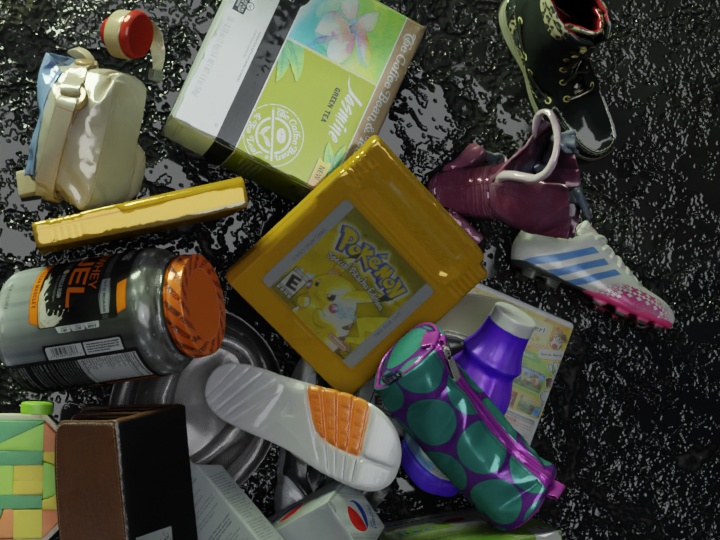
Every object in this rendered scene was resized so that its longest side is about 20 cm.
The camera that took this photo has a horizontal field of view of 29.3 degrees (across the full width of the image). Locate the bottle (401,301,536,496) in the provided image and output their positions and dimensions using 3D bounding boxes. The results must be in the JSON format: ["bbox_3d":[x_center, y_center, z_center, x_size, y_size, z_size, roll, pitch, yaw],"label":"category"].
[{"bbox_3d":[0.110,0.128,1.391,0.065,0.084,0.201,17,110,-31],"label":"bottle"}]

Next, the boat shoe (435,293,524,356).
[{"bbox_3d":[0.078,0.069,1.439,0.198,0.057,0.067,-5,53,-15],"label":"boat shoe"}]

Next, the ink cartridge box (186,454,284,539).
[{"bbox_3d":[-0.166,0.291,1.339,0.200,0.043,0.197,47,115,20],"label":"ink cartridge box"}]

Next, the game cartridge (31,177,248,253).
[{"bbox_3d":[-0.216,-0.051,1.336,0.198,0.176,0.033,-11,91,-12],"label":"game cartridge"}]

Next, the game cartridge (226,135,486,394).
[{"bbox_3d":[0.000,0.000,1.332,0.200,0.032,0.176,-42,106,11],"label":"game cartridge"}]

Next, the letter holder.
[{"bbox_3d":[-0.240,0.233,1.298,0.141,0.100,0.203,-4,92,32],"label":"letter holder"}]

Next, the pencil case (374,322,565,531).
[{"bbox_3d":[0.100,0.149,1.309,0.200,0.092,0.085,49,44,-10],"label":"pencil case"}]

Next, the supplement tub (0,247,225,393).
[{"bbox_3d":[-0.237,0.046,1.317,0.198,0.122,0.124,-10,89,18],"label":"supplement tub"}]

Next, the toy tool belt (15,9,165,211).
[{"bbox_3d":[-0.279,-0.162,1.353,0.122,0.125,0.202,13,94,26],"label":"toy tool belt"}]

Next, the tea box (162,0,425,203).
[{"bbox_3d":[-0.070,-0.190,1.394,0.195,0.134,0.202,25,83,-11],"label":"tea box"}]

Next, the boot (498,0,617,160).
[{"bbox_3d":[0.225,-0.214,1.445,0.073,0.154,0.205,-30,94,-11],"label":"boot"}]

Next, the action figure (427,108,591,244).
[{"bbox_3d":[0.132,-0.075,1.422,0.198,0.149,0.136,-7,75,21],"label":"action figure"}]

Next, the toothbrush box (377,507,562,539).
[{"bbox_3d":[0.107,0.297,1.376,0.144,0.200,0.087,-8,89,-12],"label":"toothbrush box"}]

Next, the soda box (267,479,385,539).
[{"bbox_3d":[-0.076,0.280,1.356,0.199,0.063,0.069,-32,95,26],"label":"soda box"}]

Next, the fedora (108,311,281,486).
[{"bbox_3d":[-0.161,0.138,1.383,0.176,0.090,0.201,31,82,-9],"label":"fedora"}]

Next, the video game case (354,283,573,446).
[{"bbox_3d":[0.109,0.105,1.476,0.198,0.023,0.184,23,83,-9],"label":"video game case"}]

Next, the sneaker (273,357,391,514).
[{"bbox_3d":[-0.024,0.182,1.421,0.112,0.075,0.203,7,92,-12],"label":"sneaker"}]

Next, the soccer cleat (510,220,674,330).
[{"bbox_3d":[0.259,-0.002,1.487,0.198,0.070,0.087,23,84,-10],"label":"soccer cleat"}]

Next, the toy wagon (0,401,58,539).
[{"bbox_3d":[-0.380,0.208,1.361,0.198,0.040,0.157,1,87,-12],"label":"toy wagon"}]

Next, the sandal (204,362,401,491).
[{"bbox_3d":[-0.051,0.143,1.335,0.205,0.059,0.080,24,86,12],"label":"sandal"}]
